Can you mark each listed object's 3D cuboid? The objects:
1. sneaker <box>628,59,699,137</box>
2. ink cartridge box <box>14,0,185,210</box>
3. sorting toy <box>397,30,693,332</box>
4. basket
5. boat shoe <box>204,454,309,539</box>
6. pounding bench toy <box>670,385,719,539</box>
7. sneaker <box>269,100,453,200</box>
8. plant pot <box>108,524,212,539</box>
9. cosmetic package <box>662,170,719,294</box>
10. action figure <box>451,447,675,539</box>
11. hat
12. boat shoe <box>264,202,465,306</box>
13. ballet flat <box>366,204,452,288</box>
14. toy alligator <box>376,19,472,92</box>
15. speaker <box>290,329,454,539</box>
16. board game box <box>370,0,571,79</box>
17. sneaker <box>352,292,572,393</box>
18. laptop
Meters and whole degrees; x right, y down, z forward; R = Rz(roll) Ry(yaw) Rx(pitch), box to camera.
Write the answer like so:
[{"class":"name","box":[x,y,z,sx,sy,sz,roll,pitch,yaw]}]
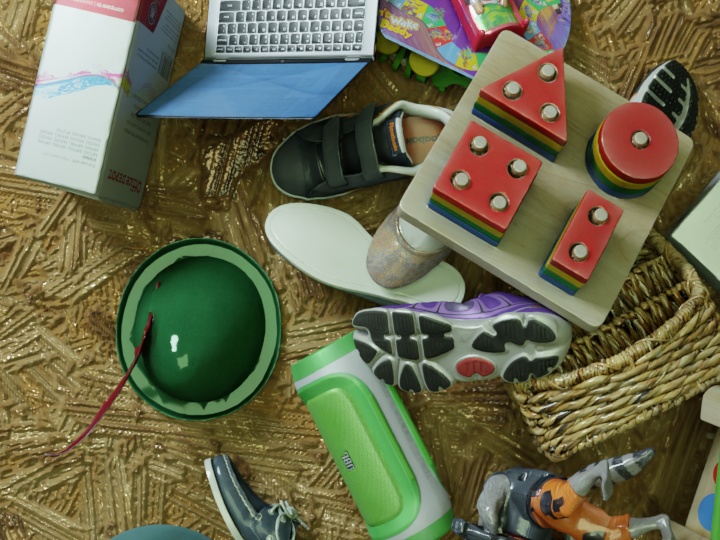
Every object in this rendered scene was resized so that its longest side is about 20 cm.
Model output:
[{"class":"sneaker","box":[0.248,-0.113,1.075,0.074,0.080,0.202,40,72,-24]},{"class":"ink cartridge box","box":[-0.236,-0.167,1.056,0.081,0.146,0.204,13,89,4]},{"class":"sorting toy","box":[0.165,-0.089,0.973,0.198,0.070,0.200,30,73,4]},{"class":"basket","box":[0.218,0.061,1.036,0.198,0.143,0.151,-26,89,2]},{"class":"boat shoe","box":[-0.079,0.255,1.078,0.061,0.075,0.202,-30,89,3]},{"class":"pounding bench toy","box":[0.342,0.197,0.992,0.198,0.124,0.158,21,89,-35]},{"class":"sneaker","box":[0.006,-0.117,1.081,0.196,0.079,0.080,-13,89,4]},{"class":"plant pot","box":[-0.196,0.349,1.039,0.197,0.161,0.205,0,89,2]},{"class":"cosmetic package","box":[0.405,-0.055,1.076,0.151,0.052,0.200,43,91,4]},{"class":"action figure","box":[0.189,0.219,1.034,0.199,0.192,0.106,28,64,-37]},{"class":"hat","box":[-0.163,0.068,1.033,0.163,0.176,0.204,9,89,2]},{"class":"boat shoe","box":[0.000,0.000,1.084,0.197,0.062,0.074,21,65,0]},{"class":"ballet flat","box":[0.082,-0.064,1.050,0.068,0.067,0.200,43,69,9]},{"class":"toy alligator","box":[0.070,-0.198,1.094,0.198,0.060,0.055,31,132,1]},{"class":"speaker","box":[0.012,0.162,1.071,0.087,0.088,0.202,-28,88,2]},{"class":"board game box","box":[0.107,-0.261,1.064,0.197,0.039,0.160,25,66,0]},{"class":"sneaker","box":[0.090,0.058,1.022,0.196,0.084,0.082,0,113,16]},{"class":"laptop","box":[-0.088,-0.228,1.038,0.184,0.116,0.204,4,89,25]}]
